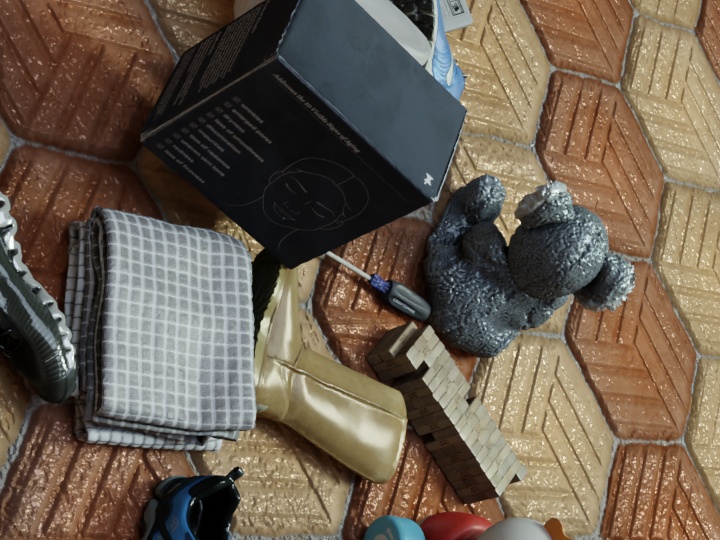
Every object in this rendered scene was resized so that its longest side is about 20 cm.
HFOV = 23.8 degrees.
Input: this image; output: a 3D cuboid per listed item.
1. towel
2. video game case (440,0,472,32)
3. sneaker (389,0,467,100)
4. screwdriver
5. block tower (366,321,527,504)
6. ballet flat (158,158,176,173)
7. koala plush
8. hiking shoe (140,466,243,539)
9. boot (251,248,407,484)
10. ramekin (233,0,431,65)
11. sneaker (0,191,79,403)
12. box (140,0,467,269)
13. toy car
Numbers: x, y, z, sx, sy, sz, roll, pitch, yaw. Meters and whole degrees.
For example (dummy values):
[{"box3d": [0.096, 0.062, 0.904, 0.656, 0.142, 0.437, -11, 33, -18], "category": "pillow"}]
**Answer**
[{"box3d": [-0.173, 0.054, 1.499, 0.165, 0.085, 0.201, 12, 66, -40], "category": "towel"}, {"box3d": [0.030, -0.350, 1.901, 0.182, 0.022, 0.201, -24, 92, -46], "category": "video game case"}, {"box3d": [0.066, -0.222, 1.844, 0.089, 0.078, 0.201, -19, 108, -62], "category": "sneaker"}, {"box3d": [0.000, 0.000, 1.725, 0.200, 0.029, 0.028, 35, 52, -36], "category": "screwdriver"}, {"box3d": [0.089, 0.149, 1.741, 0.200, 0.054, 0.058, 55, 46, -13], "category": "block tower"}, {"box3d": [-0.121, -0.116, 1.641, 0.200, 0.072, 0.072, 14, 65, -41], "category": "ballet flat"}, {"box3d": [0.181, -0.007, 1.785, 0.178, 0.200, 0.184, 53, 46, -16], "category": "koala plush"}, {"box3d": [-0.159, 0.256, 1.432, 0.074, 0.087, 0.201, 33, 54, -31], "category": "hiking shoe"}, {"box3d": [-0.037, 0.090, 1.639, 0.200, 0.066, 0.176, 29, 65, -34], "category": "boot"}, {"box3d": [-0.036, -0.241, 1.689, 0.202, 0.094, 0.203, 35, 17, -12], "category": "ramekin"}, {"box3d": [-0.304, 0.025, 1.400, 0.090, 0.066, 0.201, -23, 87, -44], "category": "sneaker"}, {"box3d": [-0.050, -0.129, 1.515, 0.200, 0.196, 0.124, 41, 50, -25], "category": "box"}, {"box3d": [0.133, 0.306, 1.616, 0.184, 0.200, 0.178, 18, 62, -38], "category": "toy car"}]
